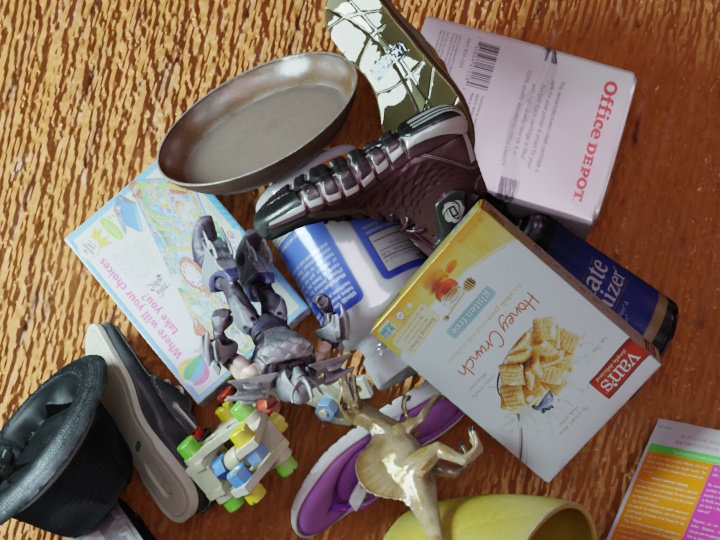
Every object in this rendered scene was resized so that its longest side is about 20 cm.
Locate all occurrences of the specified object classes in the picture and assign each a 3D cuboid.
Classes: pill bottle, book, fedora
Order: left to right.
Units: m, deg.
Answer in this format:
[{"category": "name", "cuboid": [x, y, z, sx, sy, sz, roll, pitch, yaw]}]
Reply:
[{"category": "fedora", "cuboid": [-0.254, 0.168, 1.229, 0.091, 0.200, 0.201, 40, 84, -20]}, {"category": "pill bottle", "cuboid": [0.000, 0.000, 1.270, 0.111, 0.112, 0.201, -30, 80, -2]}, {"category": "pill bottle", "cuboid": [0.167, 0.022, 1.241, 0.199, 0.112, 0.113, 33, 83, -3]}, {"category": "book", "cuboid": [0.269, 0.228, 1.186, 0.048, 0.133, 0.201, 40, 70, -29]}]

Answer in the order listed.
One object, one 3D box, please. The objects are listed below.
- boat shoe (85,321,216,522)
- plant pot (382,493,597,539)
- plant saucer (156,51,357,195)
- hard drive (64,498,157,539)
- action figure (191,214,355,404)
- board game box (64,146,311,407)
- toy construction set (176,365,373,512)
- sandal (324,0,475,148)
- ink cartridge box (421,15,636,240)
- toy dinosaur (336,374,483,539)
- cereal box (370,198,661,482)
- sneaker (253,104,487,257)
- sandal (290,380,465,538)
[{"category": "boat shoe", "cuboid": [-0.186, 0.131, 1.291, 0.067, 0.072, 0.201, -21, 68, -39]}, {"category": "plant pot", "cuboid": [0.091, 0.269, 1.193, 0.141, 0.200, 0.202, 16, 80, 33]}, {"category": "plant saucer", "cuboid": [-0.088, -0.128, 1.284, 0.199, 0.201, 0.032, -30, 123, -2]}, {"category": "hard drive", "cuboid": [-0.221, 0.277, 1.196, 0.038, 0.200, 0.140, 41, 84, -25]}, {"category": "action figure", "cuboid": [-0.082, 0.041, 1.198, 0.129, 0.070, 0.201, -2, 40, -31]}, {"category": "board game box", "cuboid": [-0.159, 0.005, 1.317, 0.134, 0.034, 0.200, -40, 80, -4]}, {"category": "toy construction set", "cuboid": [-0.081, 0.132, 1.231, 0.131, 0.199, 0.093, -32, 89, 37]}, {"category": "sandal", "cuboid": [0.041, -0.168, 1.242, 0.080, 0.054, 0.201, -37, 81, 29]}, {"category": "ink cartridge box", "cuboid": [0.135, -0.128, 1.299, 0.198, 0.084, 0.147, 17, 81, 7]}, {"category": "toy dinosaur", "cuboid": [0.049, 0.164, 1.182, 0.100, 0.059, 0.201, -21, 50, -15]}, {"category": "cereal box", "cuboid": [0.128, 0.059, 1.178, 0.199, 0.040, 0.144, 39, 108, -4]}, {"category": "sneaker", "cuboid": [0.018, -0.045, 1.192, 0.198, 0.076, 0.116, -27, 107, 5]}, {"category": "sandal", "cuboid": [0.022, 0.166, 1.250, 0.202, 0.083, 0.050, -42, 48, -6]}]
